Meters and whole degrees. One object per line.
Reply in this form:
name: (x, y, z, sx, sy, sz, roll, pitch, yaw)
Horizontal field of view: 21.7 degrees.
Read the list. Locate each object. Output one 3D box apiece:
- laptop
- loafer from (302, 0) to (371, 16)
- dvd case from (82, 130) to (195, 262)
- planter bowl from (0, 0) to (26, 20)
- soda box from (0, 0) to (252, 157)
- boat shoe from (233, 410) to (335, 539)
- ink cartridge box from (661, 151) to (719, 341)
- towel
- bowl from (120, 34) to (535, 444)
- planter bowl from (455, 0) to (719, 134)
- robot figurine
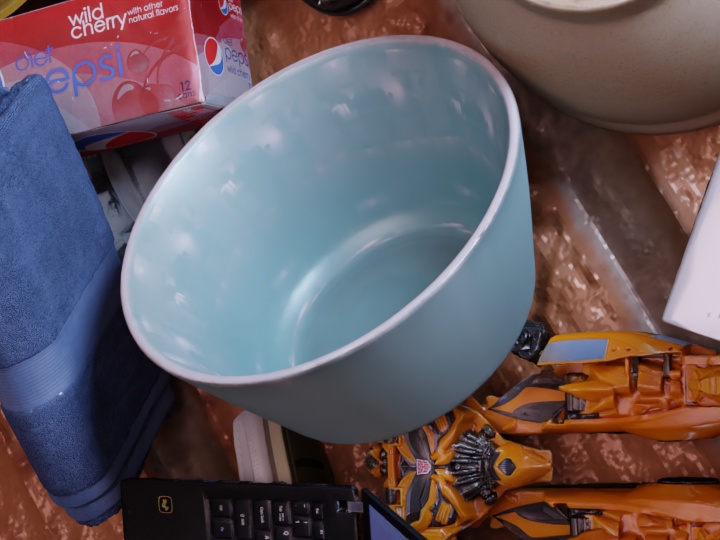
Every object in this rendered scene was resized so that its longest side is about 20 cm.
laptop: (-0.038, 0.191, 0.833, 0.198, 0.103, 0.179, 0, 96, 23)
loafer: (-0.052, -0.219, 0.933, 0.072, 0.063, 0.201, -28, 79, 21)
dvd case: (-0.174, -0.036, 1.008, 0.199, 0.022, 0.147, -27, 80, 22)
planter bowl: (-0.216, -0.228, 0.953, 0.199, 0.083, 0.202, -12, 73, 44)
soda box: (-0.156, -0.093, 0.955, 0.198, 0.063, 0.071, -11, 84, 21)
boat shoe: (-0.039, 0.164, 0.921, 0.068, 0.075, 0.202, -14, 85, 17)
ink cartridge box: (0.210, -0.050, 0.746, 0.083, 0.200, 0.177, 22, 99, 22)
towel: (-0.152, 0.016, 0.903, 0.048, 0.112, 0.201, -7, 120, 20)
bowl: (0.000, 0.000, 0.863, 0.199, 0.105, 0.202, -19, 43, 18)
planter bowl: (0.115, -0.165, 0.823, 0.199, 0.135, 0.202, 0, 89, 23)
robot figurine: (0.091, 0.088, 0.874, 0.198, 0.058, 0.146, -3, 88, 23)
